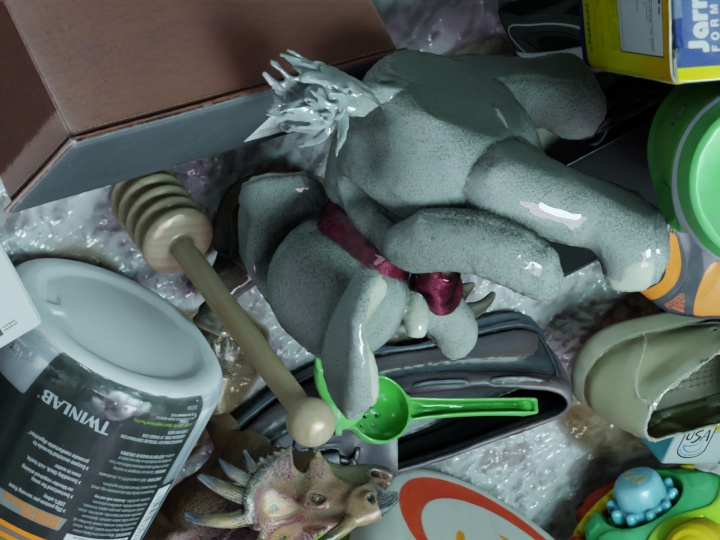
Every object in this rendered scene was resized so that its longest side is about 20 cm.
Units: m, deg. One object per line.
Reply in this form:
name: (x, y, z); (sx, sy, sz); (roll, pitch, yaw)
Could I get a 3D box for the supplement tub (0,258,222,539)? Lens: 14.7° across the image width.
supplement tub: (-0.161, 0.105, 1.373); (0.122, 0.123, 0.200); (12, 118, -39)

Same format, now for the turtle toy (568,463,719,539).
turtle toy: (0.158, 0.187, 1.658); (0.200, 0.101, 0.146); (-49, 158, 15)

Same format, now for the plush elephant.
plush elephant: (0.023, -0.013, 1.295); (0.199, 0.165, 0.155); (10, 123, -27)

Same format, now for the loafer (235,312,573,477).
loafer: (0.022, 0.080, 1.512); (0.199, 0.063, 0.072); (-20, 133, -18)

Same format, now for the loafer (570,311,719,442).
loafer: (0.217, 0.053, 1.545); (0.199, 0.068, 0.076); (-17, 135, -14)

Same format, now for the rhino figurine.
rhino figurine: (0.000, 0.000, 1.433); (0.200, 0.060, 0.088); (12, 100, -40)

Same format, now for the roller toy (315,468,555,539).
roller toy: (0.044, 0.216, 1.547); (0.182, 0.200, 0.140); (14, 117, -46)

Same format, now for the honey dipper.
honey dipper: (-0.064, 0.017, 1.307); (0.038, 0.200, 0.038); (-17, 131, -20)

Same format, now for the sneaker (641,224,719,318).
sneaker: (0.226, -0.051, 1.506); (0.200, 0.078, 0.112); (-34, 111, 11)

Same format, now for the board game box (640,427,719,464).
board game box: (0.262, 0.022, 1.631); (0.151, 0.047, 0.201); (3, 123, -35)

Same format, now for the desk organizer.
desk organizer: (-0.084, -0.097, 1.288); (0.200, 0.077, 0.072); (-18, 166, -39)

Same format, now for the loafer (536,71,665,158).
loafer: (0.088, -0.077, 1.434); (0.199, 0.063, 0.072); (-19, 128, -26)

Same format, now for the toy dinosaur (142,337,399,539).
toy dinosaur: (-0.076, 0.132, 1.416); (0.086, 0.136, 0.200); (33, 117, -21)

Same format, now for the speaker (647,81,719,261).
speaker: (0.178, -0.050, 1.281); (0.088, 0.200, 0.089); (0, 97, 2)

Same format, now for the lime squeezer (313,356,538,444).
lime squeezer: (0.010, 0.070, 1.437); (0.200, 0.070, 0.038); (16, 80, -54)

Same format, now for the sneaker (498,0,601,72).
sneaker: (0.156, -0.169, 1.403); (0.199, 0.080, 0.087); (-25, 110, -10)

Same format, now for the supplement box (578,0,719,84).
supplement box: (0.169, -0.146, 1.270); (0.109, 0.200, 0.109); (-5, 97, -6)

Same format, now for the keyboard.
keyboard: (0.164, -0.079, 1.421); (0.199, 0.040, 0.104); (-28, 135, -6)

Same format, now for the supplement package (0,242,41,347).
supplement package: (-0.242, -0.045, 1.199); (0.119, 0.121, 0.200); (-30, 135, -8)
